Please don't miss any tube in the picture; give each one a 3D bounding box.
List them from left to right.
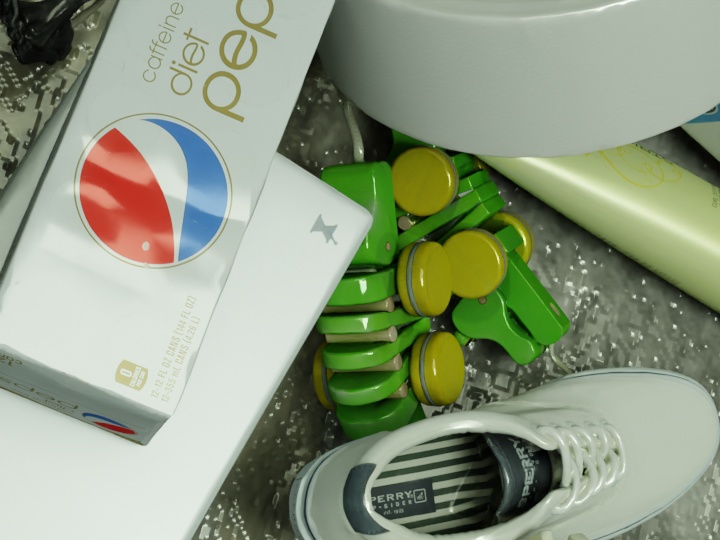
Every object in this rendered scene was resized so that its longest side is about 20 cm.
[{"bbox_3d":[0.118,-0.036,0.960,0.199,0.058,0.052,29,77,-11],"label":"tube"}]

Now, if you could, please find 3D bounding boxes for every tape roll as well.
[{"bbox_3d":[0.072,-0.137,0.844,0.201,0.071,0.203,-6,45,6],"label":"tape roll"}]

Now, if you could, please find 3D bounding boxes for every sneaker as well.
[{"bbox_3d":[0.072,0.084,0.864,0.199,0.071,0.073,-14,90,-25],"label":"sneaker"}]

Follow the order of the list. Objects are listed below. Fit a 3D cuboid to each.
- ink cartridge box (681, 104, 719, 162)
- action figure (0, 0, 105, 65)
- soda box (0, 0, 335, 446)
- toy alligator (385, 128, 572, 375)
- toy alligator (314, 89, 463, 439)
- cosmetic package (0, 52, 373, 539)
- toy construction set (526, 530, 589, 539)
[{"bbox_3d":[0.234,-0.070,0.930,0.200,0.145,0.084,38,71,-23],"label":"ink cartridge box"},{"bbox_3d":[-0.069,-0.157,0.913,0.199,0.102,0.119,-22,75,-16],"label":"action figure"},{"bbox_3d":[-0.062,-0.048,0.706,0.068,0.064,0.201,22,72,-8],"label":"soda box"},{"bbox_3d":[0.050,0.005,0.942,0.054,0.059,0.201,-31,89,22],"label":"toy alligator"},{"bbox_3d":[0.000,0.000,0.891,0.059,0.054,0.201,-3,104,26],"label":"toy alligator"},{"bbox_3d":[-0.113,0.050,0.810,0.123,0.200,0.200,32,73,-8],"label":"cosmetic package"},{"bbox_3d":[0.117,0.159,0.878,0.199,0.131,0.093,16,88,-38],"label":"toy construction set"}]
